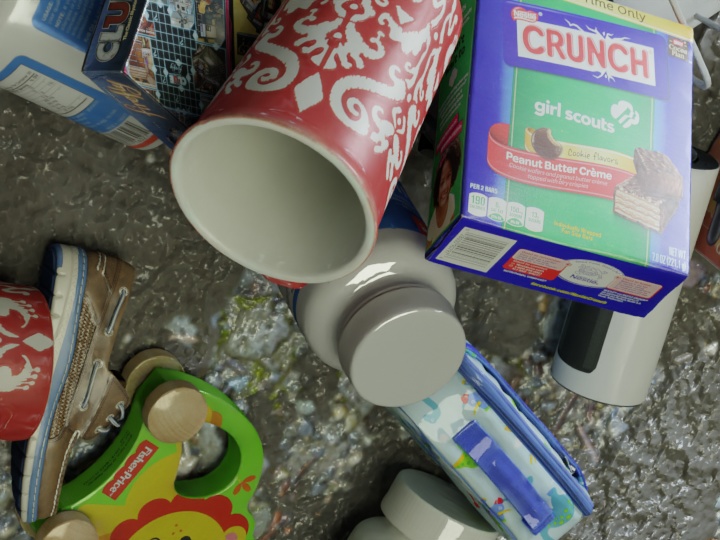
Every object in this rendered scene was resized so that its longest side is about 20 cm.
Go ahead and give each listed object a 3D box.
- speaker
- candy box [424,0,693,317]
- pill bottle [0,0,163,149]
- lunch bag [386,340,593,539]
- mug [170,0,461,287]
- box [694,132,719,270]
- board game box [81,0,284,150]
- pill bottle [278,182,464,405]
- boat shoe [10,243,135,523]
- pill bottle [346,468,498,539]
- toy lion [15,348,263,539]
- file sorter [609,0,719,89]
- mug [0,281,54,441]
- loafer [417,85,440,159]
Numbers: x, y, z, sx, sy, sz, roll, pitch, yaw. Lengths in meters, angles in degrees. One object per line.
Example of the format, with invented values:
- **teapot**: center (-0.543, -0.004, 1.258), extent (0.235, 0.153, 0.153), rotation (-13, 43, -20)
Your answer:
- **speaker**: center (0.210, -0.002, 1.776), extent (0.081, 0.081, 0.201), rotation (7, 111, -24)
- **candy box**: center (0.137, -0.089, 1.567), extent (0.168, 0.201, 0.077), rotation (14, 151, -17)
- **pill bottle**: center (-0.202, -0.166, 1.518), extent (0.199, 0.112, 0.113), rotation (25, 102, -30)
- **lunch bag**: center (0.083, 0.116, 1.731), extent (0.082, 0.161, 0.200), rotation (-41, 120, 0)
- **mug**: center (-0.030, -0.100, 1.471), extent (0.133, 0.200, 0.177), rotation (36, 140, -11)
- **box**: center (0.352, -0.074, 1.760), extent (0.106, 0.152, 0.201), rotation (21, 103, -29)
- **board game box**: center (-0.093, -0.140, 1.493), extent (0.200, 0.034, 0.136), rotation (42, 58, -52)
- **pill bottle**: center (0.000, 0.000, 1.604), extent (0.112, 0.200, 0.113), rotation (-13, 131, -15)
- **boat shoe**: center (-0.200, 0.085, 1.640), extent (0.072, 0.072, 0.201), rotation (8, 101, -19)
- **pill bottle**: center (0.021, 0.263, 1.801), extent (0.109, 0.110, 0.201), rotation (24, 102, -29)
- **toy lion**: center (-0.145, 0.183, 1.732), extent (0.191, 0.069, 0.200), rotation (36, 96, -38)
- **file sorter**: center (0.279, -0.244, 1.672), extent (0.199, 0.125, 0.139), rotation (-33, 120, -5)
- **mug**: center (-0.317, 0.078, 1.561), extent (0.199, 0.133, 0.179), rotation (4, 71, -28)
- **loafer**: center (0.055, -0.116, 1.681), extent (0.063, 0.072, 0.200), rotation (-28, 115, 14)
